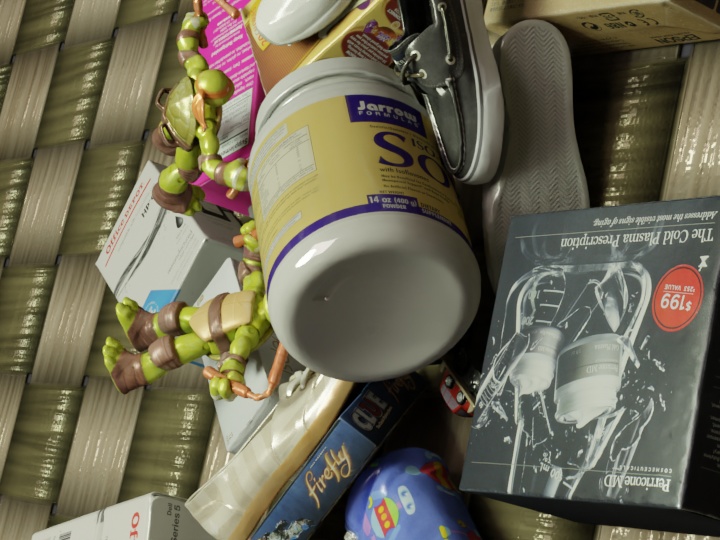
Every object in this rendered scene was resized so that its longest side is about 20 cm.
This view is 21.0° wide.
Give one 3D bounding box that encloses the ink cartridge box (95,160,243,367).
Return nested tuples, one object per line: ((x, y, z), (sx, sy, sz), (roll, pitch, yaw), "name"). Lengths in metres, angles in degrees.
((-0.170, -0.017, 1.737), (0.116, 0.068, 0.200), (-61, 34, 14), "ink cartridge box")

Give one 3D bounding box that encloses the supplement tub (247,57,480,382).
((-0.002, -0.039, 1.350), (0.145, 0.145, 0.200), (-48, 35, 30), "supplement tub")

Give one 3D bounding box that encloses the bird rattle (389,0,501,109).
((0.062, -0.172, 1.492), (0.200, 0.113, 0.163), (-51, 48, 5), "bird rattle")

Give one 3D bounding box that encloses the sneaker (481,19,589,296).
((0.110, -0.068, 1.374), (0.116, 0.073, 0.201), (170, 102, -77), "sneaker")

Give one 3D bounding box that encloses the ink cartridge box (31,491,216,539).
((-0.198, 0.277, 1.615), (0.200, 0.084, 0.146), (-23, 56, 49), "ink cartridge box")

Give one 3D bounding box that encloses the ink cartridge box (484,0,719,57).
((0.185, -0.238, 1.332), (0.200, 0.075, 0.165), (3, 75, 57), "ink cartridge box")

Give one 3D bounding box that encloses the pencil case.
((0.048, 0.209, 1.299), (0.087, 0.078, 0.200), (-32, 42, 5), "pencil case")

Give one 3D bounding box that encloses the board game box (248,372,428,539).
((-0.035, 0.164, 1.412), (0.200, 0.035, 0.135), (-54, -5, 23), "board game box")

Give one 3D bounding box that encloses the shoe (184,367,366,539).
((-0.055, 0.116, 1.400), (0.200, 0.053, 0.070), (-53, -4, 16), "shoe")

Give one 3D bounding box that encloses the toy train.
((0.079, 0.081, 1.366), (0.200, 0.034, 0.046), (56, 132, 50), "toy train")

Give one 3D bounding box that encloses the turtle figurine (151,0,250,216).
((-0.126, -0.106, 1.508), (0.161, 0.064, 0.201), (124, 132, -58), "turtle figurine")

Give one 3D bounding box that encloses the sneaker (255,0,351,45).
((-0.019, -0.252, 1.380), (0.200, 0.080, 0.070), (-52, 41, 9), "sneaker")

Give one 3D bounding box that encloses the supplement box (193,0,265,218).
((-0.073, -0.153, 1.637), (0.103, 0.101, 0.201), (-23, 57, 48), "supplement box")

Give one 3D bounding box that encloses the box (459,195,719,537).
((0.173, 0.060, 1.173), (0.200, 0.104, 0.183), (-5, 71, 55), "box")

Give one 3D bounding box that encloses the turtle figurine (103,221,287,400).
((-0.105, 0.034, 1.458), (0.161, 0.064, 0.200), (-14, 48, 21), "turtle figurine")

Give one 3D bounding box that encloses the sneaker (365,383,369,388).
((0.000, 0.000, 1.500), (0.087, 0.075, 0.201), (67, -154, -84), "sneaker")

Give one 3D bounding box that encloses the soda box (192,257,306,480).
((-0.078, 0.074, 1.534), (0.064, 0.068, 0.200), (-53, 29, 18), "soda box")

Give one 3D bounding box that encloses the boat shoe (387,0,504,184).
((0.049, -0.156, 1.312), (0.070, 0.066, 0.201), (-179, 82, -67), "boat shoe")

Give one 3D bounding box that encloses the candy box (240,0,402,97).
((0.006, -0.209, 1.431), (0.200, 0.056, 0.117), (-42, 41, 22), "candy box")
